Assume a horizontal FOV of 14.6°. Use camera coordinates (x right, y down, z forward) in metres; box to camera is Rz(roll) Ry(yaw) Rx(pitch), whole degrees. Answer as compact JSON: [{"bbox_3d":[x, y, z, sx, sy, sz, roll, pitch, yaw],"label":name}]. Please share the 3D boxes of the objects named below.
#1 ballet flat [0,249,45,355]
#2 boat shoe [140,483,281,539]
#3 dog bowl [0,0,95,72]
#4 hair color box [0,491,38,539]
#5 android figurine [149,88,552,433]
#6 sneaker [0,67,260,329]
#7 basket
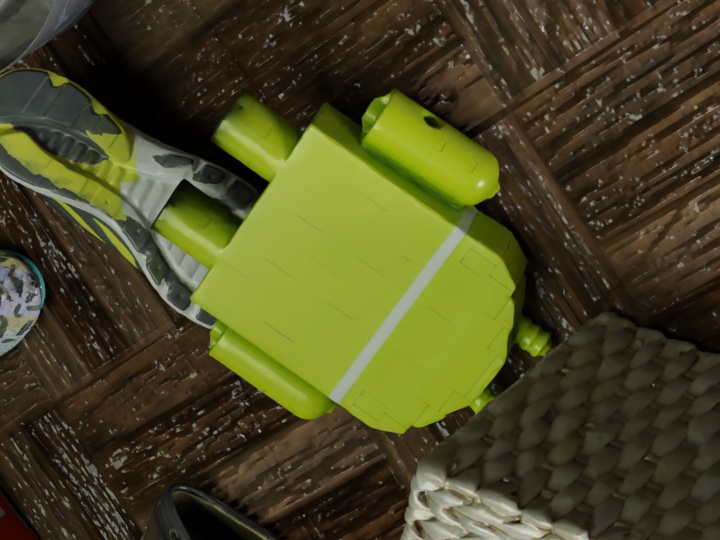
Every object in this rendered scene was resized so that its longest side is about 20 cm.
[{"bbox_3d":[-0.266,0.036,1.631,0.200,0.072,0.072,-13,106,40],"label":"ballet flat"},{"bbox_3d":[-0.044,0.189,1.542,0.200,0.073,0.065,30,134,21],"label":"boat shoe"},{"bbox_3d":[-0.204,-0.197,1.444,0.199,0.059,0.201,15,114,36],"label":"dog bowl"},{"bbox_3d":[-0.293,0.180,1.734,0.102,0.061,0.200,53,132,1],"label":"hair color box"},{"bbox_3d":[0.000,0.000,1.399,0.200,0.041,0.182,33,119,-3],"label":"android figurine"},{"bbox_3d":[-0.112,-0.040,1.479,0.200,0.085,0.075,39,89,-7],"label":"sneaker"},{"bbox_3d":[0.133,0.148,1.301,0.198,0.200,0.161,21,123,26],"label":"basket"}]
